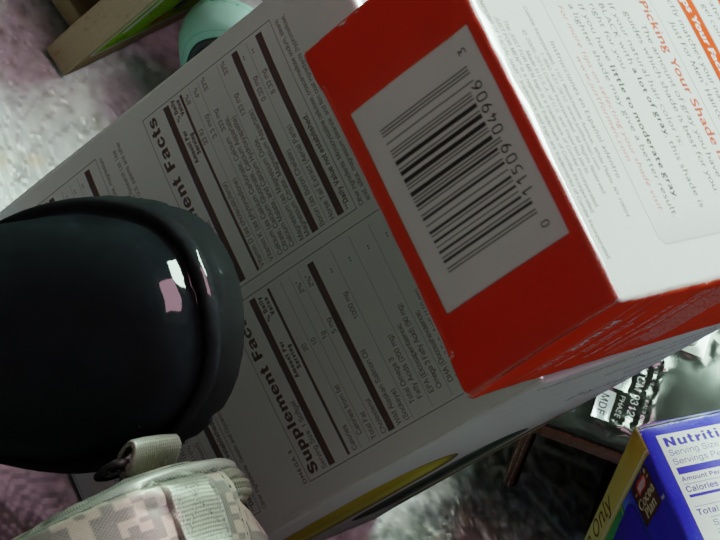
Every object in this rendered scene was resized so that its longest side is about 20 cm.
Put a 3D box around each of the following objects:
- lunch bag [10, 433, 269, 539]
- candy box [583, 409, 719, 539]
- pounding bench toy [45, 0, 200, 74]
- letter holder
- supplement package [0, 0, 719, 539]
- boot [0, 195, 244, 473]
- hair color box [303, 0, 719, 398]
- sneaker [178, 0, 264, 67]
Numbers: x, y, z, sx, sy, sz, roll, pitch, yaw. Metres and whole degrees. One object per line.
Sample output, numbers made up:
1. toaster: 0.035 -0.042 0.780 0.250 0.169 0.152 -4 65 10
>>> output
1. lunch bag: -0.065 0.164 0.541 0.139 0.168 0.200 -6 69 -50
2. candy box: 0.143 0.175 0.727 0.077 0.169 0.200 -7 51 -17
3. pounding bench toy: -0.067 -0.205 0.786 0.156 0.200 0.124 56 39 -2
4. letter holder: 0.137 0.028 0.916 0.100 0.142 0.200 20 61 3
5. supplement package: 0.000 0.000 0.709 0.152 0.200 0.151 -13 74 -52
6. boot: -0.153 0.029 0.530 0.168 0.200 0.077 -12 96 -54
7. hair color box: 0.085 -0.038 0.613 0.200 0.064 0.111 -11 71 -50
8. sneaker: 0.009 -0.106 0.877 0.200 0.078 0.140 32 64 -43
